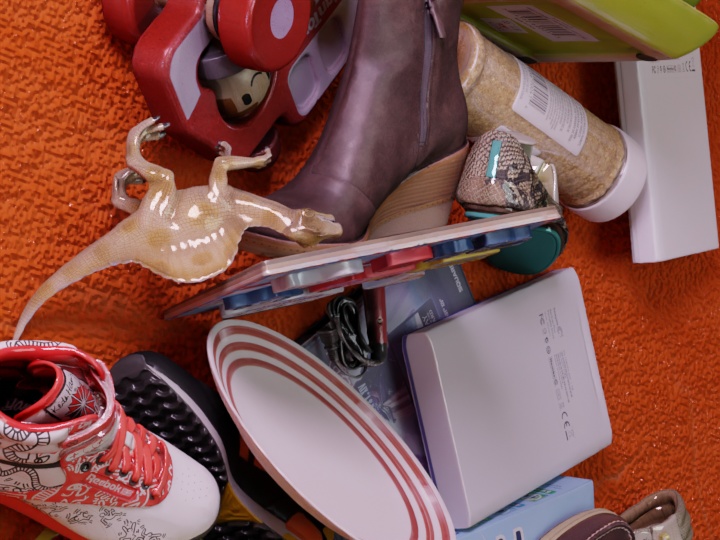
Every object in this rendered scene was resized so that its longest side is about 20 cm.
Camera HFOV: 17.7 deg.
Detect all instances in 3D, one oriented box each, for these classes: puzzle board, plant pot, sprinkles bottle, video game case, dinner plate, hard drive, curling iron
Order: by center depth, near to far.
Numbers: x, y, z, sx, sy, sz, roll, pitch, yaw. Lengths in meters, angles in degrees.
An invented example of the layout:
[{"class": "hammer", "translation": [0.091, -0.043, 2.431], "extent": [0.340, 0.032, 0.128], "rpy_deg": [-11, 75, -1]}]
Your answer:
[{"class": "dinner plate", "translation": [-0.021, 0.108, 1.376], "extent": [0.024, 0.200, 0.200], "rpy_deg": [-47, 133, 15]}, {"class": "puzzle board", "translation": [0.000, 0.000, 1.378], "extent": [0.199, 0.151, 0.017], "rpy_deg": [-11, 83, -29]}, {"class": "curling iron", "translation": [-0.001, -0.030, 1.489], "extent": [0.050, 0.026, 0.201], "rpy_deg": [20, 67, -46]}, {"class": "video game case", "translation": [0.019, 0.080, 1.526], "extent": [0.200, 0.019, 0.143], "rpy_deg": [-40, 115, -41]}, {"class": "plant pot", "translation": [0.140, -0.245, 1.549], "extent": [0.200, 0.199, 0.182], "rpy_deg": [22, 78, -44]}, {"class": "hard drive", "translation": [0.104, 0.084, 1.579], "extent": [0.200, 0.025, 0.132], "rpy_deg": [-21, 100, -54]}, {"class": "sprinkles bottle", "translation": [0.117, -0.102, 1.602], "extent": [0.200, 0.068, 0.068], "rpy_deg": [30, 67, -41]}, {"class": "hard drive", "translation": [0.228, -0.111, 1.727], "extent": [0.132, 0.026, 0.201], "rpy_deg": [-10, 96, -61]}]

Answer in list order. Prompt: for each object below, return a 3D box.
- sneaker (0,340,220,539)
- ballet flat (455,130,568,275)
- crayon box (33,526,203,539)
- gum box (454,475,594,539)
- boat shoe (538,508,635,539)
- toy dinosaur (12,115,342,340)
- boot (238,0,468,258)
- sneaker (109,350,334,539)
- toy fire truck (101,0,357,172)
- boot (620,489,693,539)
[{"class": "sneaker", "translation": [-0.144, 0.097, 1.255], "extent": [0.201, 0.108, 0.067], "rpy_deg": [20, 56, -28]}, {"class": "ballet flat", "translation": [0.105, -0.051, 1.534], "extent": [0.200, 0.068, 0.076], "rpy_deg": [47, 52, -74]}, {"class": "crayon box", "translation": [-0.111, 0.219, 1.314], "extent": [0.200, 0.051, 0.127], "rpy_deg": [41, 54, 2]}, {"class": "gum box", "translation": [0.087, 0.245, 1.558], "extent": [0.200, 0.044, 0.171], "rpy_deg": [-17, 106, -46]}, {"class": "boat shoe", "translation": [0.133, 0.230, 1.520], "extent": [0.200, 0.072, 0.072], "rpy_deg": [-37, 119, -39]}, {"class": "toy dinosaur", "translation": [-0.114, -0.030, 1.321], "extent": [0.058, 0.199, 0.101], "rpy_deg": [82, -8, -57]}, {"class": "boot", "translation": [-0.006, -0.097, 1.415], "extent": [0.200, 0.072, 0.167], "rpy_deg": [-14, 112, -48]}, {"class": "sneaker", "translation": [-0.083, 0.111, 1.394], "extent": [0.200, 0.070, 0.090], "rpy_deg": [53, 31, -25]}, {"class": "toy fire truck", "translation": [-0.060, -0.150, 1.404], "extent": [0.200, 0.112, 0.168], "rpy_deg": [-57, 144, -30]}, {"class": "boot", "translation": [0.211, 0.260, 1.660], "extent": [0.200, 0.072, 0.155], "rpy_deg": [-42, 118, -59]}]
